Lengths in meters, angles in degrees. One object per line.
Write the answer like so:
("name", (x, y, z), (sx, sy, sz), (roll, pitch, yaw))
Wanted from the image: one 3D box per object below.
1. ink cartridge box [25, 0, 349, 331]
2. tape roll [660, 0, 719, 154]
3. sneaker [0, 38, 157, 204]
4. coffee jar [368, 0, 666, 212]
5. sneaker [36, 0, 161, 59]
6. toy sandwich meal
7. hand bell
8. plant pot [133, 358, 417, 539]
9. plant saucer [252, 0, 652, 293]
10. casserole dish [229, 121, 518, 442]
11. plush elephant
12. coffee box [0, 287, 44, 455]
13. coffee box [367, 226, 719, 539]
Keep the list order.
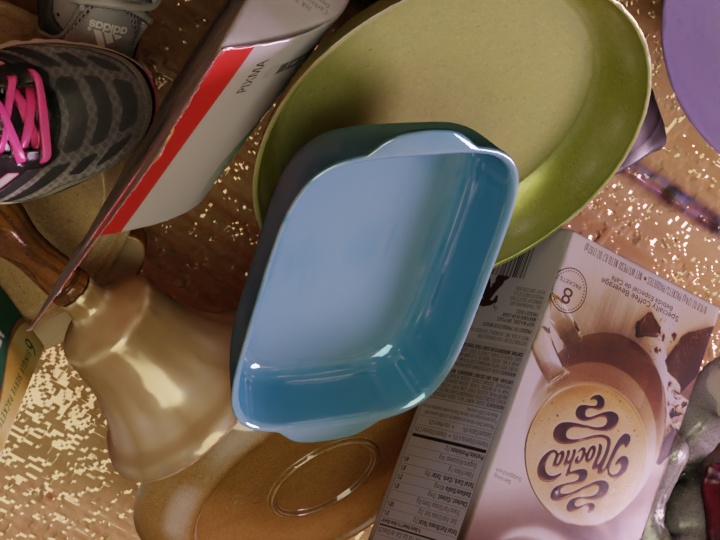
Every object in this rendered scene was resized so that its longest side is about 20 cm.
("ink cartridge box", (-0.068, -0.067, 1.153), (0.050, 0.200, 0.161), (31, 138, -9))
("tape roll", (0.248, -0.137, 1.234), (0.199, 0.085, 0.200), (5, 126, 7))
("sneaker", (-0.178, -0.060, 1.092), (0.199, 0.087, 0.074), (-6, 97, -22))
("coffee jar", (0.069, -0.123, 1.248), (0.104, 0.085, 0.200), (-30, 117, 10))
("sneaker", (-0.095, -0.135, 1.151), (0.075, 0.200, 0.116), (17, 97, -25))
("toy sandwich meal", (-0.194, -0.055, 1.269), (0.204, 0.070, 0.206), (2, 115, 5))
("hand bell", (-0.146, 0.003, 1.208), (0.104, 0.104, 0.200), (-38, 120, 13))
("plant pot", (-0.024, 0.101, 1.324), (0.200, 0.028, 0.200), (-23, 149, -14))
("plant saucer", (0.039, -0.070, 1.176), (0.199, 0.031, 0.200), (-15, 139, -13))
("casserole dish", (0.000, 0.000, 1.175), (0.121, 0.039, 0.200), (-5, 135, -25))
("plush elephant", (0.187, 0.170, 1.360), (0.200, 0.155, 0.165), (-31, 138, 17))
("coffee box", (-0.230, -0.006, 1.190), (0.044, 0.123, 0.200), (-29, 108, 15))
("coffee box", (0.091, 0.089, 1.280), (0.113, 0.080, 0.201), (25, 81, -33))
